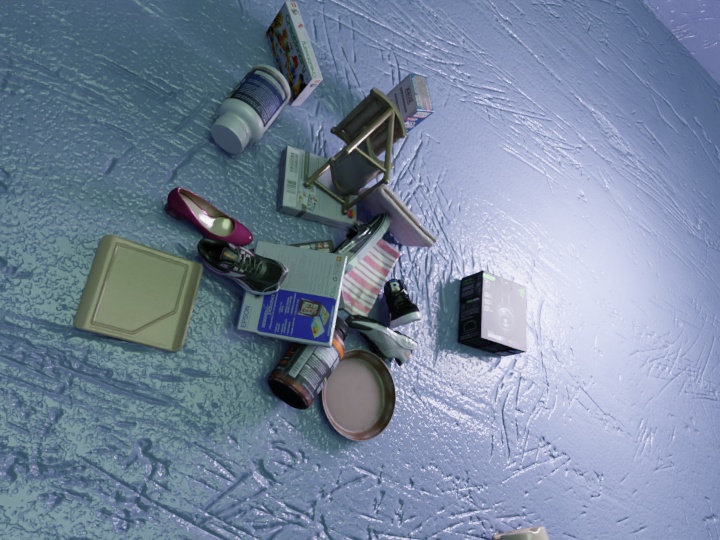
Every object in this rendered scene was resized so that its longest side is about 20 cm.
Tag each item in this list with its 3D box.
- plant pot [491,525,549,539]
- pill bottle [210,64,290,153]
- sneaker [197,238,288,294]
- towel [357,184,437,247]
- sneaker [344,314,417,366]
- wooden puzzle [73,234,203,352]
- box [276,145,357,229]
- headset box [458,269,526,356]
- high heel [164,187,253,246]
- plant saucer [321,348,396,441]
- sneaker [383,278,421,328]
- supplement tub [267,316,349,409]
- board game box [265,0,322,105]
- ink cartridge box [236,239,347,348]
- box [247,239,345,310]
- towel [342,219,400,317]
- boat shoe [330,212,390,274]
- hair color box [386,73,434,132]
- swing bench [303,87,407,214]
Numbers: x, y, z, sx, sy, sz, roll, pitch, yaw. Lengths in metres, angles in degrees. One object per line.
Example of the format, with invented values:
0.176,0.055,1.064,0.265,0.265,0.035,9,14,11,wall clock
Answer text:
0.396,0.713,1.312,0.198,0.200,0.186,6,61,-31,plant pot
-0.249,-0.361,1.255,0.111,0.111,0.202,38,58,-17,pill bottle
-0.244,-0.011,1.111,0.197,0.086,0.082,14,74,14,sneaker
0.083,-0.132,1.351,0.191,0.200,0.032,45,81,-15,towel
0.045,0.164,1.306,0.198,0.074,0.080,29,86,-24,sneaker
-0.421,0.046,1.071,0.197,0.037,0.188,18,67,-22,wooden puzzle
-0.100,-0.197,1.345,0.197,0.041,0.159,12,70,-29,box
0.363,0.113,1.517,0.172,0.092,0.203,19,65,-27,headset box
-0.303,-0.111,1.153,0.198,0.096,0.068,29,61,-22,high heel
-0.007,0.282,1.265,0.197,0.032,0.204,10,71,-30,plant saucer
0.088,0.072,1.300,0.072,0.200,0.114,-15,84,-5,sneaker
-0.102,0.187,1.187,0.107,0.107,0.201,44,56,-13,supplement tub
-0.163,-0.523,1.351,0.034,0.126,0.203,-16,84,-35,board game box
-0.139,0.048,1.160,0.196,0.043,0.201,10,71,-1,ink cartridge box
-0.144,0.023,1.228,0.197,0.048,0.161,-7,78,-25,box
0.000,0.000,1.334,0.146,0.030,0.202,35,72,-18,towel
-0.002,-0.079,1.277,0.068,0.071,0.200,48,59,-14,boat shoe
0.100,-0.409,1.441,0.060,0.199,0.102,-4,78,-33,hair color box
-0.004,-0.272,1.286,0.129,0.198,0.202,33,60,-20,swing bench
